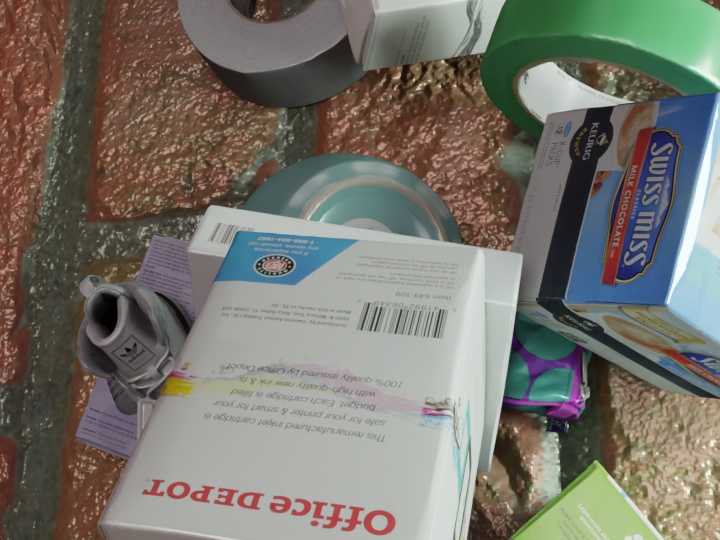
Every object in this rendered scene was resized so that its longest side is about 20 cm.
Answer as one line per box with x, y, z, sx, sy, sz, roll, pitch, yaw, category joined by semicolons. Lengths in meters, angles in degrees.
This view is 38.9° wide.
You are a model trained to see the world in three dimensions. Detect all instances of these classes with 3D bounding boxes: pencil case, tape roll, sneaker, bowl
0.148;0.011;0.753;0.091;0.085;0.203;9;74;36;pencil case
0.185;-0.133;0.726;0.198;0.200;0.049;17;78;22;tape roll
-0.144;0.089;0.747;0.075;0.115;0.201;-34;66;3;sneaker
0.000;0.000;0.749;0.197;0.105;0.205;2;81;-11;bowl
-0.064;-0.253;0.920;0.197;0.066;0.204;-6;70;16;tape roll

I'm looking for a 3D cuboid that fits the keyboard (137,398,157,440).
-0.074;0.131;0.734;0.011;0.198;0.057;-15;68;46;keyboard

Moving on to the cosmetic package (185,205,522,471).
-0.005;0.046;0.647;0.196;0.153;0.052;10;40;9;cosmetic package

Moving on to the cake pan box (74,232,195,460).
-0.113;0.080;0.831;0.197;0.052;0.187;13;78;21;cake pan box

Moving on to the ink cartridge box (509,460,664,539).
0.189;0.230;0.631;0.076;0.148;0.200;-40;66;-1;ink cartridge box

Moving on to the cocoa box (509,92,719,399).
0.212;-0.006;0.656;0.130;0.198;0.135;3;70;52;cocoa box

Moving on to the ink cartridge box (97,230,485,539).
-0.018;0.102;0.530;0.144;0.148;0.201;5;41;13;ink cartridge box

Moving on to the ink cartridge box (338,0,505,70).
0.079;-0.257;0.825;0.196;0.085;0.148;-12;71;-11;ink cartridge box
